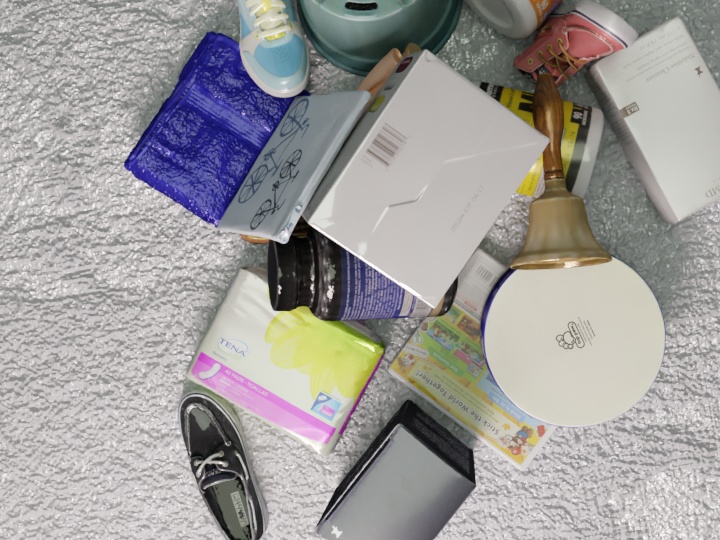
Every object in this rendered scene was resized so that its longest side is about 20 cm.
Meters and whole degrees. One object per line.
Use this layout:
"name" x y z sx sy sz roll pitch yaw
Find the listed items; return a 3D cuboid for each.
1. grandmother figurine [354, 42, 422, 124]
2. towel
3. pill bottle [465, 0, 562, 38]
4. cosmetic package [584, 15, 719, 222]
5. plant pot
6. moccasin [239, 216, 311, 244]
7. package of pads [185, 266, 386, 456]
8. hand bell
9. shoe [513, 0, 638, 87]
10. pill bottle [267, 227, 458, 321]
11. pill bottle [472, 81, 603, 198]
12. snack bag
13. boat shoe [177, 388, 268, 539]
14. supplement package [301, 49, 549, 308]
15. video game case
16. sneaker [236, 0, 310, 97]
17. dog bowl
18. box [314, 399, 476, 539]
"grandmother figurine" -0.005 -0.180 1.162 0.200 0.121 0.061 -32 107 36
"towel" -0.170 -0.168 1.201 0.148 0.050 0.200 31 85 5
"pill bottle" 0.208 -0.363 1.133 0.112 0.112 0.200 42 84 3
"cosmetic package" 0.349 -0.164 1.148 0.113 0.081 0.200 -30 88 4
"plant pot" 0.013 -0.325 1.120 0.200 0.196 0.201 0 92 5
"moccasin" -0.049 -0.076 1.191 0.201 0.078 0.074 -6 91 6
"package of pads" -0.085 0.101 1.205 0.200 0.068 0.155 29 94 4
"hand bell" 0.200 -0.105 1.064 0.104 0.104 0.200 -4 84 6
"shoe" 0.226 -0.236 1.103 0.071 0.200 0.091 34 98 -13
"pill bottle" 0.000 0.000 1.146 0.200 0.112 0.112 -2 92 -13
"pill bottle" 0.161 -0.148 1.150 0.200 0.114 0.115 14 93 4
"snack bag" -0.070 -0.115 1.100 0.021 0.200 0.189 35 79 -25
"boat shoe" -0.168 0.237 1.216 0.072 0.068 0.200 -20 89 6
"supplement package" 0.058 -0.093 1.030 0.156 0.111 0.200 34 92 -11
"video game case" 0.164 0.104 1.204 0.200 0.023 0.182 36 94 3
"sneaker" -0.109 -0.301 1.139 0.079 0.131 0.200 -17 70 -4
"dog bowl" 0.234 0.072 1.145 0.200 0.079 0.201 0 92 5
"box" 0.043 0.240 1.129 0.104 0.200 0.148 38 95 4
